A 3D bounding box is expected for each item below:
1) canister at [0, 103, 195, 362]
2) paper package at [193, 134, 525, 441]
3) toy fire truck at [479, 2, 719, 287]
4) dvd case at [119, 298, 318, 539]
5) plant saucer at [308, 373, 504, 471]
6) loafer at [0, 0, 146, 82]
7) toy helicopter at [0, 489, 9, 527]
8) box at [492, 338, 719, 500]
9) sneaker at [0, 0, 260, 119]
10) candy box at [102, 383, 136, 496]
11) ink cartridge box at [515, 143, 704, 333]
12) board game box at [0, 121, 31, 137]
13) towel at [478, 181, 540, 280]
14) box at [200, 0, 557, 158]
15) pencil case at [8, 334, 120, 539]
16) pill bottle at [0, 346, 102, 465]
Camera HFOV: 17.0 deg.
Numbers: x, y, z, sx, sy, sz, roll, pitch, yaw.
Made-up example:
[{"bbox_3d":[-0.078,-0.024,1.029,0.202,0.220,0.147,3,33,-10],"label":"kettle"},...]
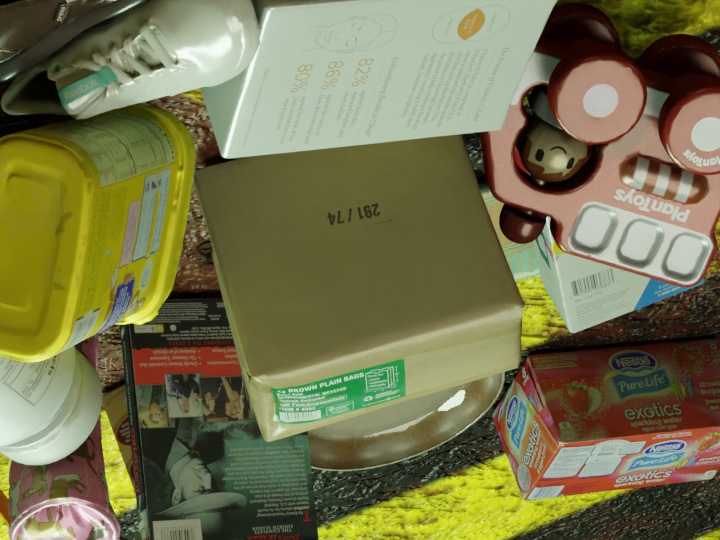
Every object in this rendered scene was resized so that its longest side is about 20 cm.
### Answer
[{"bbox_3d":[-0.180,-0.028,1.541,0.086,0.149,0.200,13,-169,11],"label":"canister"},{"bbox_3d":[0.000,0.000,1.714,0.200,0.191,0.104,-15,148,-5],"label":"paper package"},{"bbox_3d":[0.173,-0.082,1.678,0.200,0.112,0.168,15,112,-13],"label":"toy fire truck"},{"bbox_3d":[-0.108,0.120,1.843,0.146,0.200,0.022,-1,167,-28],"label":"dvd case"},{"bbox_3d":[0.023,0.104,2.042,0.200,0.032,0.200,-14,149,-8],"label":"plant saucer"},{"bbox_3d":[-0.174,-0.186,1.442,0.200,0.073,0.071,-35,135,21],"label":"loafer"},{"bbox_3d":[-0.348,0.167,1.903,0.132,0.079,0.200,-12,136,1],"label":"toy helicopter"},{"bbox_3d":[0.232,0.131,2.133,0.200,0.096,0.100,-4,146,-23],"label":"box"},{"bbox_3d":[-0.143,-0.125,1.469,0.200,0.075,0.088,-15,-164,48],"label":"sneaker"},{"bbox_3d":[-0.137,0.191,1.926,0.056,0.200,0.117,-27,148,2],"label":"candy box"},{"bbox_3d":[0.185,-0.057,1.818,0.116,0.067,0.200,-20,135,-5],"label":"ink cartridge box"},{"bbox_3d":[-0.299,-0.011,1.666,0.165,0.057,0.200,-10,148,-11],"label":"board game box"},{"bbox_3d":[0.095,-0.024,1.892,0.200,0.022,0.147,-16,149,-6],"label":"towel"},{"bbox_3d":[0.005,-0.166,1.537,0.200,0.106,0.152,-7,147,-21],"label":"box"},{"bbox_3d":[-0.224,0.119,1.774,0.083,0.200,0.087,23,129,-35],"label":"pencil case"},{"bbox_3d":[-0.257,0.055,1.627,0.114,0.114,0.200,-25,148,10],"label":"pill bottle"}]
